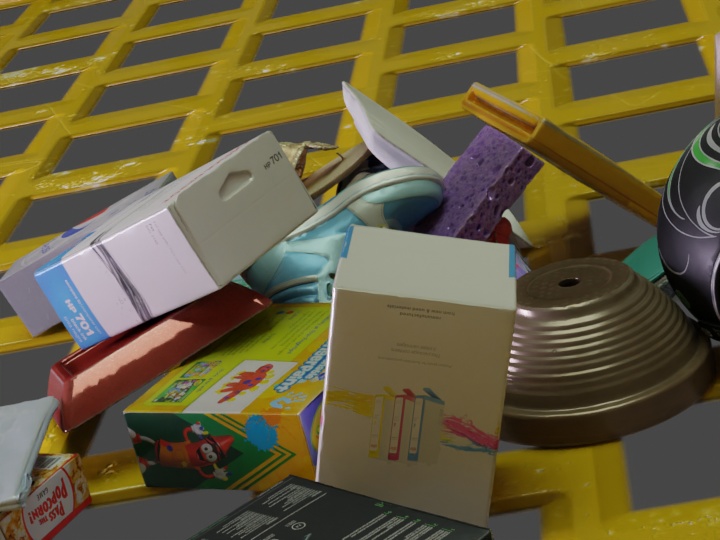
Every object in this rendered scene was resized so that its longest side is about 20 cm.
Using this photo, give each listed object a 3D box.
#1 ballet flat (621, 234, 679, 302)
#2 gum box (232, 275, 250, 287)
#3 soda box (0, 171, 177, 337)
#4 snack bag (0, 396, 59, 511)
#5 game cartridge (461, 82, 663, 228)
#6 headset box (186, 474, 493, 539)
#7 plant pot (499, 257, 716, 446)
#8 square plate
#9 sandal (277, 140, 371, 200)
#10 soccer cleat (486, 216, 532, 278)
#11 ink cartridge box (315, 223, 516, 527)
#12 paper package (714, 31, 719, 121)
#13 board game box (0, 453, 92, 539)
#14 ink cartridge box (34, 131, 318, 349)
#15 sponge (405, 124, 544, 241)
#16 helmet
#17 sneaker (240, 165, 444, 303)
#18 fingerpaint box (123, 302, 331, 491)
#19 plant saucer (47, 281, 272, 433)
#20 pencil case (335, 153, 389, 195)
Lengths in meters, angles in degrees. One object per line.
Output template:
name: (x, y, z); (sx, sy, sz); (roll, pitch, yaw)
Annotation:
ballet flat: (0.283, -0.017, 1.666); (0.200, 0.072, 0.072); (-47, 20, 5)
gum box: (-0.124, 0.012, 1.901); (0.169, 0.045, 0.200); (-9, 21, 13)
soda box: (-0.251, -0.016, 1.932); (0.199, 0.068, 0.064); (-29, 15, 20)
snack bag: (-0.334, 0.158, 1.534); (0.198, 0.022, 0.189); (-13, 20, 5)
game cartridge: (0.202, -0.096, 1.817); (0.033, 0.199, 0.176); (-56, 23, 4)
headset box: (-0.027, 0.218, 1.211); (0.199, 0.093, 0.174); (8, 28, 44)
plant pot: (0.170, 0.050, 1.542); (0.199, 0.093, 0.201); (-11, 19, 4)
square plate: (0.067, -0.098, 1.931); (0.029, 0.198, 0.200); (-51, 18, 9)
sandal: (-0.085, -0.094, 2.005); (0.211, 0.070, 0.078); (-33, 15, 21)
soccer cleat: (0.118, -0.007, 1.750); (0.066, 0.077, 0.200); (-14, 20, -2)
ink cartridge box: (0.037, 0.089, 1.397); (0.124, 0.202, 0.129); (6, 21, 2)
paper package: (0.402, -0.111, 1.678); (0.103, 0.192, 0.199); (-12, 17, -34)
board game box: (-0.322, 0.203, 1.509); (0.150, 0.047, 0.200); (-1, 23, 29)
ink cartridge box: (-0.156, -0.024, 1.671); (0.199, 0.086, 0.146); (-21, 13, 45)
sponge: (0.076, -0.034, 1.759); (0.200, 0.030, 0.112); (-53, 21, 3)
helmet: (0.327, -0.040, 1.540); (0.198, 0.201, 0.191); (-12, 27, 3)
sneaker: (0.000, 0.000, 1.742); (0.199, 0.080, 0.131); (-27, 59, 5)
fingerpaint box: (-0.062, 0.099, 1.584); (0.166, 0.074, 0.200); (-2, 23, 30)
plant saucer: (-0.182, 0.060, 1.686); (0.199, 0.037, 0.200); (-32, 8, -10)
pencil case: (0.031, -0.053, 1.924); (0.089, 0.078, 0.200); (-41, 20, 4)
